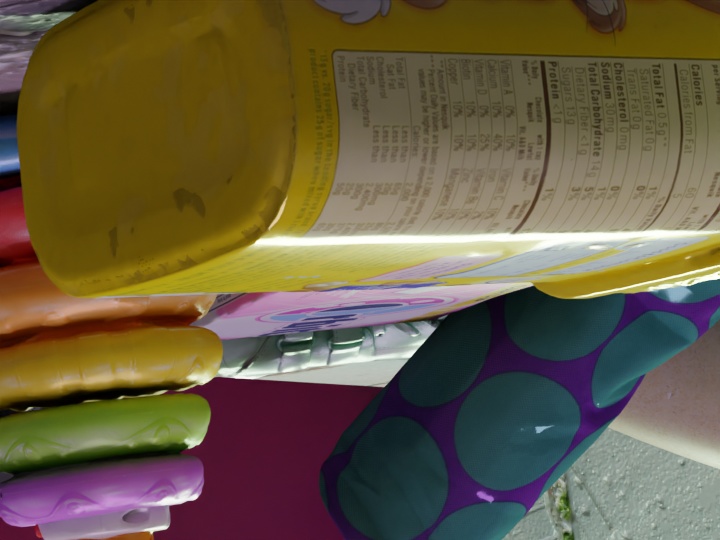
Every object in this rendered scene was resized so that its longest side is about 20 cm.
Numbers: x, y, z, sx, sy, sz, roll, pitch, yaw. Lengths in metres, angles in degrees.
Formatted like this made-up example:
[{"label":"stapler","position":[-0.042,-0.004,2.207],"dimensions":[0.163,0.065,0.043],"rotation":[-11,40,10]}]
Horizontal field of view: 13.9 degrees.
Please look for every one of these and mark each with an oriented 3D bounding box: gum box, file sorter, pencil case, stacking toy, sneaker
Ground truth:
[{"label":"gum box","position":[0.001,-0.019,1.069],"dimensions":[0.113,0.066,0.200],"rotation":[-5,174,-17]},{"label":"file sorter","position":[-0.070,0.125,1.291],"dimensions":[0.199,0.139,0.125],"rotation":[4,168,-3]},{"label":"pencil case","position":[0.072,0.041,1.178],"dimensions":[0.200,0.085,0.092],"rotation":[-48,133,14]},{"label":"stacking toy","position":[-0.086,0.049,0.965],"dimensions":[0.109,0.200,0.116],"rotation":[-7,175,-6]},{"label":"sneaker","position":[0.000,0.000,1.265],"dimensions":[0.200,0.074,0.118],"rotation":[-2,167,-36]}]

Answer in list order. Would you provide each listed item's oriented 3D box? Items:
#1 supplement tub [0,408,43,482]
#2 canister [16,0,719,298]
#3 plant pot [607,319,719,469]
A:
[{"label":"supplement tub","position":[-0.190,0.040,1.135],"dimensions":[0.122,0.123,0.200],"rotation":[-10,174,23]},{"label":"canister","position":[0.024,-0.039,0.817],"dimensions":[0.200,0.087,0.148],"rotation":[-2,172,-35]},{"label":"plant pot","position":[0.194,0.020,1.258],"dimensions":[0.199,0.188,0.187],"rotation":[1,175,7]}]
